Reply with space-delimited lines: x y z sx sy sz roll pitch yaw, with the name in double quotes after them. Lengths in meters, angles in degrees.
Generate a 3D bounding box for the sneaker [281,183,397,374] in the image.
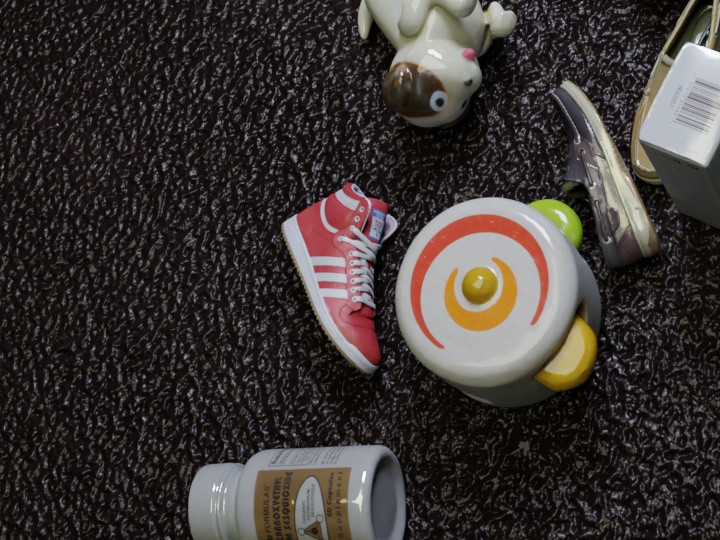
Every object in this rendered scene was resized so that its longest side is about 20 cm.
0.000 0.000 1.424 0.112 0.071 0.202 -34 62 14 "sneaker"

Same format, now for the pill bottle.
-0.063 0.233 1.354 0.197 0.114 0.116 -5 72 22 "pill bottle"

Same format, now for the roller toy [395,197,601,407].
0.131 0.033 1.318 0.180 0.140 0.203 -15 69 19 "roller toy"

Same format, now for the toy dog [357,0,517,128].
0.066 -0.251 1.439 0.192 0.139 0.203 -20 66 31 "toy dog"

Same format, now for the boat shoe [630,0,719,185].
0.308 -0.186 1.345 0.071 0.076 0.203 15 81 26 "boat shoe"

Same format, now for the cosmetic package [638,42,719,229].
0.321 -0.114 1.247 0.073 0.200 0.103 27 84 27 "cosmetic package"

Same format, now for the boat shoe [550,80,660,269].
0.228 -0.094 1.355 0.064 0.072 0.202 -26 71 7 "boat shoe"
